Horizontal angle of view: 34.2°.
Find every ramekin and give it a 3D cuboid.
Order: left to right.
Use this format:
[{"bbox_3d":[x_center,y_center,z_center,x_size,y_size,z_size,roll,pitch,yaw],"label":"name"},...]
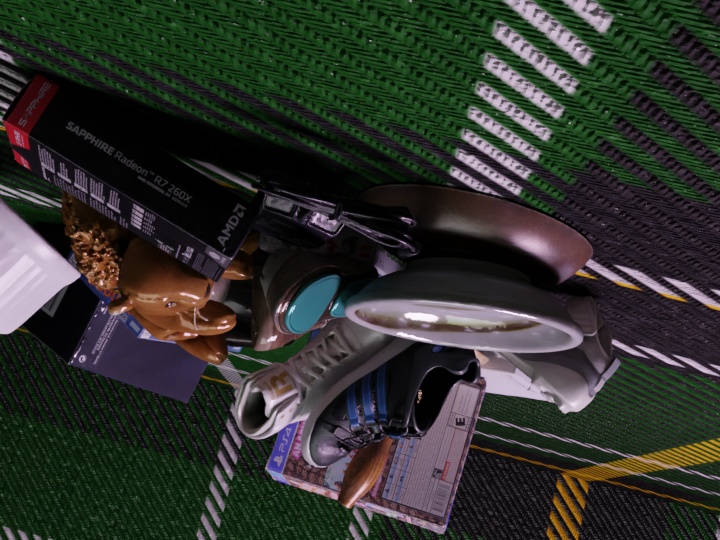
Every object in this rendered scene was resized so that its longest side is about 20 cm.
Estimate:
[{"bbox_3d":[-0.376,-0.031,1.128,0.200,0.098,0.201,42,172,8],"label":"ramekin"}]

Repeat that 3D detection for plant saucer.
[{"bbox_3d":[0.086,0.026,0.969,0.198,0.051,0.200,7,168,1],"label":"plant saucer"},{"bbox_3d":[0.091,-0.022,0.969,0.198,0.032,0.200,13,168,3],"label":"plant saucer"}]

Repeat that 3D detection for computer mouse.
[{"bbox_3d":[-0.020,-0.046,0.925,0.139,0.046,0.200,20,171,-6],"label":"computer mouse"}]

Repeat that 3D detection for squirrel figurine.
[{"bbox_3d":[-0.201,-0.004,1.087,0.199,0.142,0.187,25,-176,6],"label":"squirrel figurine"}]

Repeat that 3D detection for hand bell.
[{"bbox_3d":[0.033,0.147,1.170,0.104,0.201,0.104,32,177,2],"label":"hand bell"}]

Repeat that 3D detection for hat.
[{"bbox_3d":[-0.125,0.044,1.264,0.199,0.082,0.201,15,172,2],"label":"hat"}]

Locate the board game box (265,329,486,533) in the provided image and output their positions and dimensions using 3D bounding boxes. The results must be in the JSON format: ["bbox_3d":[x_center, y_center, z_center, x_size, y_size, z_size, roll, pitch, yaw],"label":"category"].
[{"bbox_3d":[0.019,0.174,1.261,0.198,0.161,0.097,17,164,7],"label":"board game box"}]

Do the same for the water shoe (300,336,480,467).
[{"bbox_3d":[0.024,0.128,1.092,0.071,0.200,0.079,30,-160,-47],"label":"water shoe"}]

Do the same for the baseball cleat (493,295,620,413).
[{"bbox_3d":[0.169,0.052,1.125,0.200,0.106,0.070,43,179,39],"label":"baseball cleat"}]

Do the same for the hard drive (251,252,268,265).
[{"bbox_3d":[-0.198,-0.025,1.306,0.199,0.027,0.131,22,166,-33],"label":"hard drive"}]

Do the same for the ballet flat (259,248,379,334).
[{"bbox_3d":[-0.045,0.012,0.975,0.067,0.068,0.200,34,-171,17],"label":"ballet flat"}]

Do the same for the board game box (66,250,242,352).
[{"bbox_3d":[-0.221,0.030,1.315,0.135,0.035,0.200,41,-170,26],"label":"board game box"}]

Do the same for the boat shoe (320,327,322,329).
[{"bbox_3d":[-0.012,0.074,1.439,0.071,0.066,0.200,7,166,34],"label":"boat shoe"}]

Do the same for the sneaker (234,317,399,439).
[{"bbox_3d":[-0.043,0.097,1.120,0.115,0.074,0.200,-20,157,-51],"label":"sneaker"}]

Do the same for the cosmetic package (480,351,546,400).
[{"bbox_3d":[0.121,0.082,1.283,0.199,0.082,0.113,5,163,42],"label":"cosmetic package"}]

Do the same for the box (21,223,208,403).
[{"bbox_3d":[-0.312,0.056,1.467,0.199,0.124,0.198,28,-179,43],"label":"box"}]

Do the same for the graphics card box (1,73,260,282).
[{"bbox_3d":[-0.180,-0.068,0.925,0.199,0.051,0.125,32,165,-5],"label":"graphics card box"}]

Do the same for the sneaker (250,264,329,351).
[{"bbox_3d":[-0.060,0.026,1.066,0.075,0.071,0.200,0,-169,-2],"label":"sneaker"}]

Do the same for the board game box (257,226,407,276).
[{"bbox_3d":[0.000,0.000,1.163,0.125,0.035,0.200,9,167,27],"label":"board game box"}]
